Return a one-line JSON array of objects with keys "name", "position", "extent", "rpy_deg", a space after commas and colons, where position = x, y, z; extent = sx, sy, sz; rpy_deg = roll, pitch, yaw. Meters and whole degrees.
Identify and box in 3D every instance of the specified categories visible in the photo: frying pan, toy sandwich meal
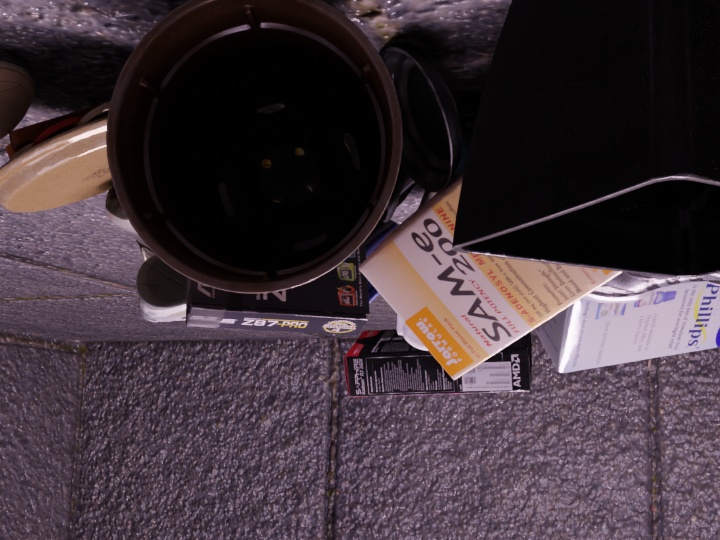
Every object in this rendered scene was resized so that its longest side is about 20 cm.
[{"name": "frying pan", "position": [0.048, -0.090, 0.755], "extent": [0.031, 0.115, 0.192], "rpy_deg": [-23, 135, -17]}, {"name": "toy sandwich meal", "position": [-0.235, -0.113, 0.803], "extent": [0.203, 0.071, 0.205], "rpy_deg": [-24, 179, -1]}]

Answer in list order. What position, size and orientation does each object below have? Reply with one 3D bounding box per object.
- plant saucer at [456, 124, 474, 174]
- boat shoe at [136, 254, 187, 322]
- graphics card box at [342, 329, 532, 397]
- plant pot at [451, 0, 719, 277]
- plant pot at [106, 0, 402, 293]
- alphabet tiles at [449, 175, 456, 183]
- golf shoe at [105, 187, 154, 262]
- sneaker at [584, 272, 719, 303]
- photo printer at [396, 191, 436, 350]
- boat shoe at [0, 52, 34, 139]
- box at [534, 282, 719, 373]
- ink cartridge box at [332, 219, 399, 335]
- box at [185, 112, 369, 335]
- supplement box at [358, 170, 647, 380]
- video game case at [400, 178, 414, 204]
[{"name": "plant saucer", "position": [0.180, -0.119, 0.916], "extent": [0.196, 0.028, 0.200], "rpy_deg": [1, 170, 0]}, {"name": "boat shoe", "position": [-0.112, 0.004, 0.893], "extent": [0.199, 0.075, 0.065], "rpy_deg": [-16, 160, -19]}, {"name": "graphics card box", "position": [0.089, 0.097, 1.039], "extent": [0.196, 0.052, 0.125], "rpy_deg": [-5, -172, 11]}, {"name": "plant pot", "position": [0.183, -0.105, 0.548], "extent": [0.196, 0.181, 0.199], "rpy_deg": [5, 171, -24]}, {"name": "plant pot", "position": [-0.065, -0.083, 0.715], "extent": [0.197, 0.204, 0.198], "rpy_deg": [1, 178, 3]}, {"name": "alphabet tiles", "position": [0.101, -0.075, 0.878], "extent": [0.165, 0.006, 0.200], "rpy_deg": [32, -171, -15]}, {"name": "golf shoe", "position": [-0.179, -0.018, 0.915], "extent": [0.077, 0.089, 0.200], "rpy_deg": [30, 180, 30]}, {"name": "sneaker", "position": [0.254, -0.022, 0.746], "extent": [0.196, 0.077, 0.114], "rpy_deg": [-4, 170, -3]}, {"name": "photo printer", "position": [0.086, -0.012, 1.049], "extent": [0.068, 0.169, 0.200], "rpy_deg": [14, -172, 1]}, {"name": "boat shoe", "position": [-0.347, -0.134, 0.801], "extent": [0.199, 0.066, 0.071], "rpy_deg": [-29, 146, 34]}, {"name": "box", "position": [0.268, -0.004, 0.984], "extent": [0.197, 0.185, 0.106], "rpy_deg": [-7, 129, -12]}, {"name": "ink cartridge box", "position": [0.000, 0.000, 0.964], "extent": [0.119, 0.042, 0.200], "rpy_deg": [-42, -172, 1]}, {"name": "box", "position": [-0.076, -0.045, 0.860], "extent": [0.158, 0.203, 0.049], "rpy_deg": [4, 155, -15]}, {"name": "supplement box", "position": [0.110, -0.020, 0.733], "extent": [0.200, 0.126, 0.074], "rpy_deg": [-40, -177, 38]}, {"name": "video game case", "position": [-0.022, -0.038, 1.030], "extent": [0.199, 0.026, 0.181], "rpy_deg": [-40, 178, -7]}]
